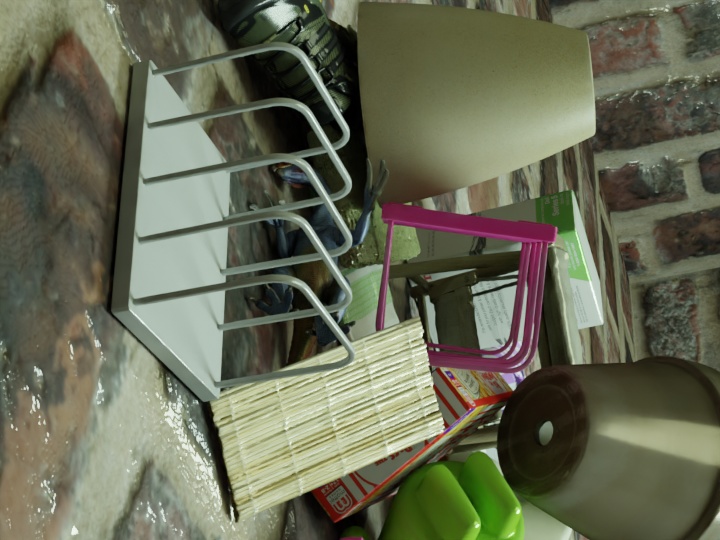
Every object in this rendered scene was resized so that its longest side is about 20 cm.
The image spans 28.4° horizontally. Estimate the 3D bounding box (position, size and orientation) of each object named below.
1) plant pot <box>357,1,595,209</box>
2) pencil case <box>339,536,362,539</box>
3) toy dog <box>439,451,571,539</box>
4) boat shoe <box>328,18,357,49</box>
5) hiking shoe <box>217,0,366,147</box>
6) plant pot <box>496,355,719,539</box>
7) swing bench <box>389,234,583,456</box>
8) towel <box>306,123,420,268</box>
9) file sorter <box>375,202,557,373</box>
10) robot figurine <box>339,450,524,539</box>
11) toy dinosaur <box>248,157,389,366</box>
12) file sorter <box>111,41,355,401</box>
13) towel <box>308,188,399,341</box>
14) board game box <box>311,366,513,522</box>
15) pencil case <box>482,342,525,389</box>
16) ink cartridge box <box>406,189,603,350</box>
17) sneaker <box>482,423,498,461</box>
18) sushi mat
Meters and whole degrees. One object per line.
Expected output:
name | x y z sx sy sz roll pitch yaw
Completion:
plant pot | 0.108 -0.157 1.284 0.187 0.199 0.188 -4 90 -84
pencil case | -0.002 0.309 1.091 0.088 0.088 0.201 14 68 -72
toy dog | 0.124 0.251 1.440 0.200 0.139 0.195 -149 -116 -69
boat shoe | -0.007 -0.193 1.382 0.201 0.063 0.073 58 36 -71
hiking shoe | -0.044 -0.177 1.206 0.200 0.076 0.101 28 33 -56
plant pot | 0.223 0.160 1.276 0.173 0.200 0.201 18 56 -32
swing bench | 0.142 0.084 1.510 0.130 0.199 0.200 32 50 -69
towel | 0.006 -0.075 1.366 0.200 0.036 0.149 -18 95 -71
file sorter | 0.081 0.015 1.215 0.200 0.138 0.126 -28 126 -88
robot figurine | 0.073 0.247 1.247 0.116 0.175 0.200 54 -35 32
toy dinosaur | -0.053 -0.011 1.203 0.182 0.105 0.201 -90 -164 -61
file sorter | -0.078 -0.037 0.979 0.139 0.124 0.201 56 27 -54
towel | 0.000 0.000 1.387 0.149 0.031 0.201 -32 110 -74
board game box | 0.049 0.144 1.243 0.046 0.151 0.200 52 13 12
pencil case | 0.181 0.105 1.835 0.200 0.085 0.084 -71 145 -61
ink cartridge box | 0.167 0.006 1.650 0.084 0.199 0.146 -83 157 -52
sneaker | 0.153 0.255 1.672 0.200 0.075 0.115 44 39 -55
sushi mat | -0.021 0.108 1.063 0.200 0.012 0.096 -19 98 -34
